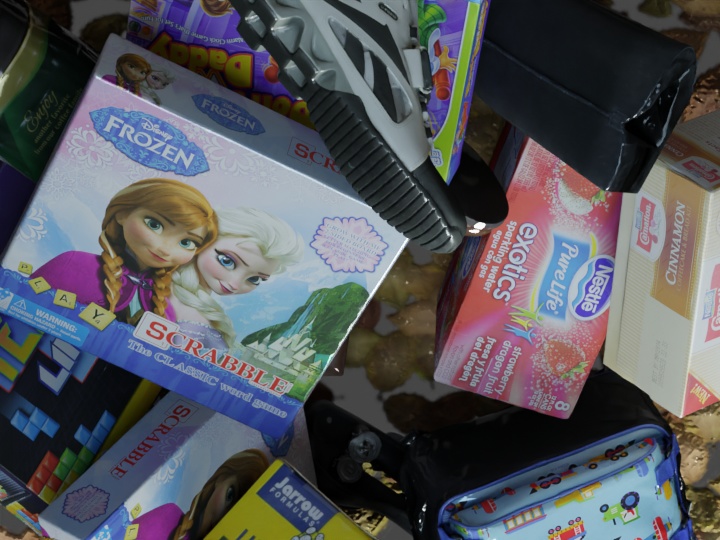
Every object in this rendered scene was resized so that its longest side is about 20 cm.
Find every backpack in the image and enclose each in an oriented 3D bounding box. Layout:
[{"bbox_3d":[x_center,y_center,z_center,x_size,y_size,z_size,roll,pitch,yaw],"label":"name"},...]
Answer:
[{"bbox_3d":[0.130,0.187,1.737,0.181,0.135,0.201,-18,119,-9],"label":"backpack"}]

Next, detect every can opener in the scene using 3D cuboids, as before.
[{"bbox_3d":[0.033,0.150,1.799,0.199,0.079,0.064,29,81,-17],"label":"can opener"}]

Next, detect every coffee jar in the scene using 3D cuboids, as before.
[{"bbox_3d":[-0.172,-0.090,1.610,0.199,0.104,0.086,33,100,-21],"label":"coffee jar"}]

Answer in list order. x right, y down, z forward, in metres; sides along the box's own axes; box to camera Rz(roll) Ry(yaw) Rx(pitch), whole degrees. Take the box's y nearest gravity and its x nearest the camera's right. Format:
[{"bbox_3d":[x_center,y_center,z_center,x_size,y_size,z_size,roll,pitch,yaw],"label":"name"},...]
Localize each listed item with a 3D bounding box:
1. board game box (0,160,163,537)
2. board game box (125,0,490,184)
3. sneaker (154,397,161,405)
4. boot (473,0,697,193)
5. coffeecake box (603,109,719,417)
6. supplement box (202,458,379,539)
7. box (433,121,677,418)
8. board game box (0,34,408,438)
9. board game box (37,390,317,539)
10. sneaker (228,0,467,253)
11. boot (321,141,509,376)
[{"bbox_3d":[-0.197,0.034,1.659,0.165,0.201,0.057,40,150,-19],"label":"board game box"},{"bbox_3d":[-0.031,-0.136,1.527,0.199,0.045,0.135,14,117,8],"label":"board game box"},{"bbox_3d":[-0.175,0.107,1.730,0.077,0.146,0.203,-21,116,18],"label":"sneaker"},{"bbox_3d":[0.108,-0.158,1.522,0.065,0.200,0.166,-11,128,-40],"label":"boot"},{"bbox_3d":[0.246,-0.022,1.600,0.199,0.073,0.154,-20,128,-33],"label":"coffeecake box"},{"bbox_3d":[-0.019,0.227,1.693,0.110,0.109,0.200,-47,144,-10],"label":"supplement box"},{"bbox_3d":[0.119,-0.023,1.657,0.095,0.100,0.201,17,120,-6],"label":"box"},{"bbox_3d":[-0.093,-0.014,1.547,0.199,0.041,0.200,24,131,-8],"label":"board game box"},{"bbox_3d":[-0.105,0.166,1.685,0.041,0.199,0.201,23,141,31],"label":"board game box"},{"bbox_3d":[0.012,-0.106,1.451,0.088,0.074,0.201,-36,94,-22],"label":"sneaker"},{"bbox_3d":[0.000,0.000,1.659,0.064,0.186,0.201,-12,129,-41],"label":"boot"}]
